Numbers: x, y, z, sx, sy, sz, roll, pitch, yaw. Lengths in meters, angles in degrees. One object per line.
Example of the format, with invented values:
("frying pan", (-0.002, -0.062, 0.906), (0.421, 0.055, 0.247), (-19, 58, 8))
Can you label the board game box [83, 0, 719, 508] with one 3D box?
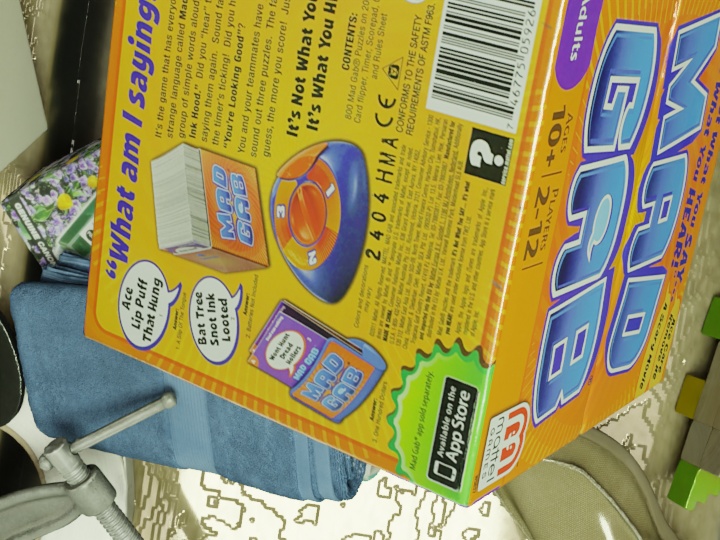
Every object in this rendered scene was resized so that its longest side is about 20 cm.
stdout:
("board game box", (0.027, -0.053, 0.588), (0.199, 0.200, 0.201), (20, 111, 29))

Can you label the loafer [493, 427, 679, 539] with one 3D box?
("loafer", (0.138, 0.159, 0.774), (0.076, 0.068, 0.200), (-24, 120, 38))

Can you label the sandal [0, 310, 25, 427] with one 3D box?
("sandal", (-0.252, 0.008, 0.745), (0.075, 0.045, 0.201), (-20, 110, 8))

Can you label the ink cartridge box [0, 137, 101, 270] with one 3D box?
("ink cartridge box", (-0.091, -0.039, 0.757), (0.199, 0.050, 0.109), (-23, 107, 25))

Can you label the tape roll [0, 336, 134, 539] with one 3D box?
("tape roll", (-0.236, 0.136, 0.811), (0.201, 0.037, 0.204), (0, 91, -2))

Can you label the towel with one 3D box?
("towel", (-0.091, 0.058, 0.733), (0.199, 0.049, 0.112), (9, 117, 21))

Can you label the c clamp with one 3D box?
("c clamp", (-0.137, 0.174, 0.755), (0.170, 0.027, 0.201), (-19, 117, 13))

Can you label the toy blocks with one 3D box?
("toy blocks", (0.284, 0.066, 0.810), (0.136, 0.100, 0.201), (19, 90, -14))

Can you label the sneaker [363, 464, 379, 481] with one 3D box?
("sneaker", (-0.020, 0.083, 0.767), (0.199, 0.075, 0.089), (-28, 70, 24))

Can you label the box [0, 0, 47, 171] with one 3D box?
("box", (-0.244, -0.151, 0.730), (0.094, 0.078, 0.201), (5, 123, 18))
